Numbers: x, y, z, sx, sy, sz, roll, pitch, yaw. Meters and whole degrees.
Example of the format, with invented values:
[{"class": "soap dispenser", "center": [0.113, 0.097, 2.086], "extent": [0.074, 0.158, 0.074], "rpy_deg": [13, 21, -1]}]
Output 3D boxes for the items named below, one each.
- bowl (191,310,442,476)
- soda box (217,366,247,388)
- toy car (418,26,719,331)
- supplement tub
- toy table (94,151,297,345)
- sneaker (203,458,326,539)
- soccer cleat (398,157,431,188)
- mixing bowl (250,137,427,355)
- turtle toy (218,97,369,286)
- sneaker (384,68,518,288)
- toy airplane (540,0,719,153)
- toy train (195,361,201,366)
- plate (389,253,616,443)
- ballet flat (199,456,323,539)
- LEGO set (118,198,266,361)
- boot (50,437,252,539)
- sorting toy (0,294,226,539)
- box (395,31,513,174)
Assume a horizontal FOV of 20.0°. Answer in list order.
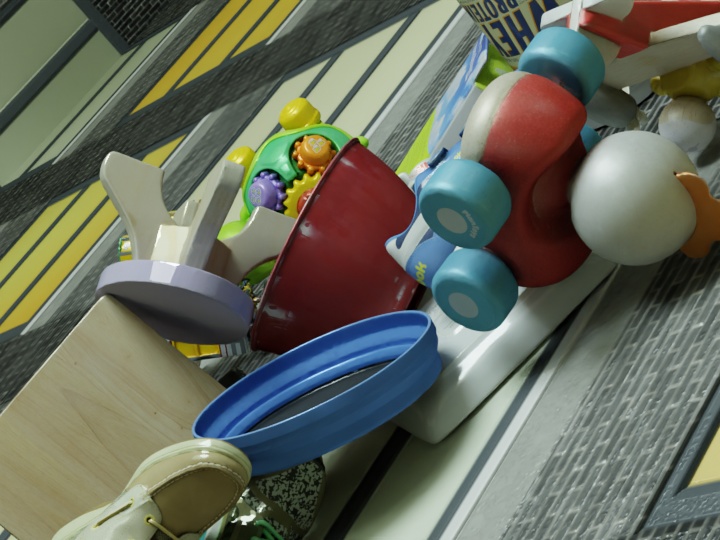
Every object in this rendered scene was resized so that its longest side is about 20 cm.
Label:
[{"class": "bowl", "center": [-0.030, 0.094, 1.538], "extent": [0.200, 0.039, 0.201], "rpy_deg": [-25, 11, 5]}, {"class": "soda box", "center": [-0.156, 0.176, 1.761], "extent": [0.200, 0.063, 0.071], "rpy_deg": [-43, 17, -2]}, {"class": "toy car", "center": [0.175, -0.045, 1.465], "extent": [0.200, 0.177, 0.184], "rpy_deg": [20, 54, 25]}, {"class": "supplement tub", "center": [0.179, -0.238, 1.815], "extent": [0.145, 0.200, 0.145], "rpy_deg": [-37, 17, 13]}, {"class": "toy table", "center": [-0.140, -0.015, 1.700], "extent": [0.200, 0.184, 0.117], "rpy_deg": [-15, 56, 60]}, {"class": "sneaker", "center": [-0.081, 0.222, 1.493], "extent": [0.200, 0.077, 0.089], "rpy_deg": [-53, 29, -14]}, {"class": "soccer cleat", "center": [0.081, -0.059, 1.765], "extent": [0.069, 0.085, 0.200], "rpy_deg": [-22, 5, -27]}, {"class": "mixing bowl", "center": [0.000, 0.000, 1.717], "extent": [0.200, 0.108, 0.200], "rpy_deg": [-63, -6, -12]}, {"class": "turtle toy", "center": [-0.068, -0.065, 2.040], "extent": [0.200, 0.146, 0.101], "rpy_deg": [-40, 24, 7]}, {"class": "sneaker", "center": [0.087, -0.077, 1.598], "extent": [0.082, 0.074, 0.200], "rpy_deg": [25, 86, 26]}, {"class": "toy airplane", "center": [0.237, -0.160, 1.577], "extent": [0.199, 0.141, 0.200], "rpy_deg": [-9, -4, 9]}, {"class": "toy train", "center": [-0.227, 0.108, 1.983], "extent": [0.200, 0.056, 0.150], "rpy_deg": [-50, -23, -43]}, {"class": "plate", "center": [0.087, 0.043, 1.612], "extent": [0.200, 0.032, 0.200], "rpy_deg": [-45, 17, -9]}, {"class": "ballet flat", "center": [-0.100, 0.212, 1.580], "extent": [0.200, 0.069, 0.063], "rpy_deg": [-45, -11, -19]}, {"class": "LEGO set", "center": [-0.134, 0.008, 1.887], "extent": [0.116, 0.154, 0.200], "rpy_deg": [-8, 2, 14]}, {"class": "boot", "center": [-0.159, 0.217, 1.445], "extent": [0.200, 0.072, 0.155], "rpy_deg": [-35, 27, 28]}, {"class": "sorting toy", "center": [-0.195, 0.161, 1.669], "extent": [0.199, 0.200, 0.070], "rpy_deg": [-50, -2, -16]}, {"class": "box", "center": [0.086, -0.125, 1.889], "extent": [0.200, 0.048, 0.122], "rpy_deg": [-58, 9, 25]}]
